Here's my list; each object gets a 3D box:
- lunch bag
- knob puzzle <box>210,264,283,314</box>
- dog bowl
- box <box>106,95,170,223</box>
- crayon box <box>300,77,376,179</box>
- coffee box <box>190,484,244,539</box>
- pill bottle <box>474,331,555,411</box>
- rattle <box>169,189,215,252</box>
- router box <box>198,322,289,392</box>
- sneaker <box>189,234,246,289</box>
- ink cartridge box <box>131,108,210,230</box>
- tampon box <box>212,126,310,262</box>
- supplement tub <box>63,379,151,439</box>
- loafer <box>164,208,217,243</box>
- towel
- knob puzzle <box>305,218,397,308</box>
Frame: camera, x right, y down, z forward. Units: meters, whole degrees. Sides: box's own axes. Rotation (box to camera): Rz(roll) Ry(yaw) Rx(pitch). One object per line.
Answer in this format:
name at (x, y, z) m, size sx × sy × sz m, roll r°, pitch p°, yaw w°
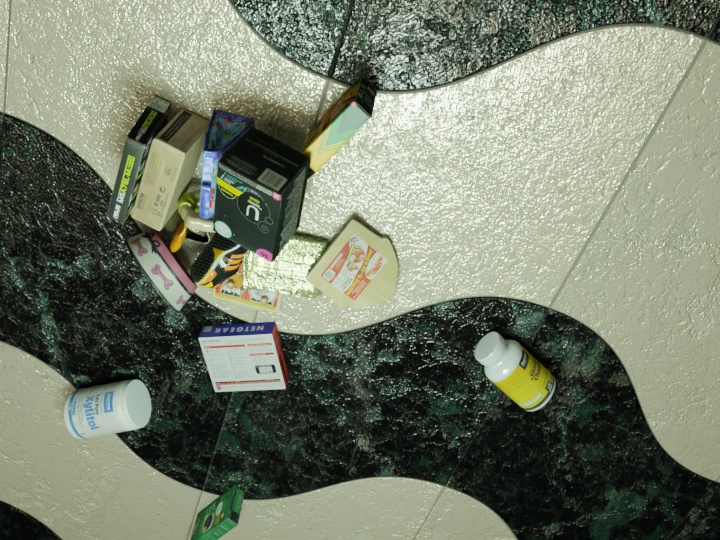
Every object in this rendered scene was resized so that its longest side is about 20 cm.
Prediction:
lunch bag at (-0.290, -0.212, 1.605) m, size 0.092 × 0.202 × 0.153 m, roll 13°, pitch 125°, yaw -3°
knob puzzle at (-0.265, 0.011, 1.854) m, size 0.214 × 0.031 × 0.224 m, roll 4°, pitch 124°, yaw 5°
dog bowl at (-0.447, -0.007, 1.776) m, size 0.073 × 0.200 × 0.202 m, roll -36°, pitch 117°, yaw -8°
box at (-0.457, -0.232, 1.614) m, size 0.047 × 0.202 × 0.195 m, roll 22°, pitch 125°, yaw -12°
crayon box at (-0.055, -0.283, 1.573) m, size 0.051 × 0.128 × 0.199 m, roll 38°, pitch 119°, yaw -19°
coffee box at (-0.424, 0.734, 2.303) m, size 0.044 × 0.124 × 0.199 m, roll 37°, pitch 119°, yaw -22°
pill bottle at (0.369, 0.240, 1.878) m, size 0.199 × 0.113 × 0.112 m, roll 40°, pitch 120°, yaw -19°
rattle at (-0.307, -0.097, 1.718) m, size 0.196 × 0.130 × 0.146 m, roll -6°, pitch 117°, yaw -36°
router box at (-0.295, 0.223, 1.987) m, size 0.195 × 0.049 × 0.183 m, roll -3°, pitch 123°, yaw 9°
sneaker at (-0.294, -0.038, 1.771) m, size 0.200 × 0.070 × 0.090 m, roll -43°, pitch 145°, yaw 9°
ink cartridge box at (-0.398, -0.213, 1.639) m, size 0.074 × 0.166 × 0.202 m, roll 24°, pitch 123°, yaw -6°
tampon box at (-0.201, -0.150, 1.571) m, size 0.148 × 0.127 × 0.202 m, roll 27°, pitch 140°, yaw 9°
supplement tub at (-0.676, 0.371, 2.085) m, size 0.195 × 0.133 × 0.134 m, roll -13°, pitch 122°, yaw 15°
loafer at (-0.411, -0.116, 1.763) m, size 0.195 × 0.070 × 0.076 m, roll 18°, pitch 124°, yaw -5°
towel at (-0.177, -0.017, 1.802) m, size 0.195 × 0.037 × 0.152 m, roll 6°, pitch 109°, yaw 0°
knob puzzle at (0.000, 0.000, 1.795) m, size 0.214 × 0.031 × 0.225 m, roll -5°, pitch 115°, yaw -10°
